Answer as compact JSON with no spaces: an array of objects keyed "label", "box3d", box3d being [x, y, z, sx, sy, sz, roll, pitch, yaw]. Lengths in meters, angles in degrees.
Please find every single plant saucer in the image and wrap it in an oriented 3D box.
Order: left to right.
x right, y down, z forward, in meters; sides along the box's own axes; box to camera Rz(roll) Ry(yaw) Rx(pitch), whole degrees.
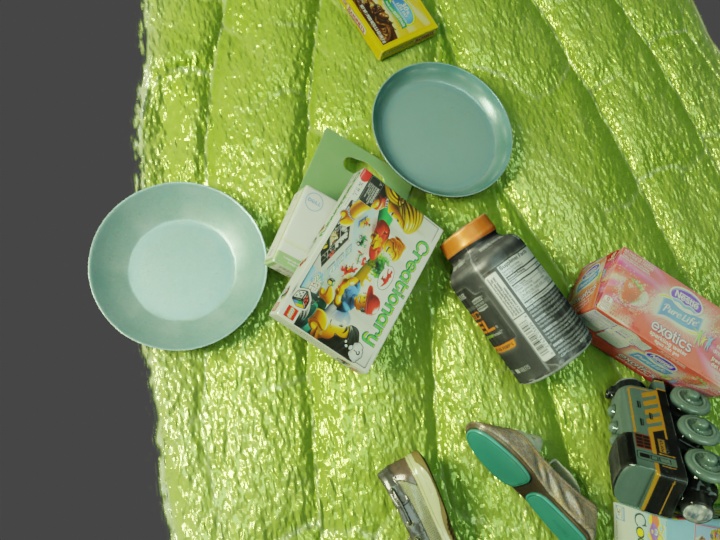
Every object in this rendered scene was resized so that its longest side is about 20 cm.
[{"label":"plant saucer","box3d":[-0.210,-0.004,0.725,0.200,0.039,0.202,3,76,-11]},{"label":"plant saucer","box3d":[0.109,-0.188,0.835,0.199,0.027,0.201,4,72,-13]}]

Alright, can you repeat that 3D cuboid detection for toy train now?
[{"label":"toy train","box3d":[0.347,0.198,0.716,0.113,0.086,0.200,13,32,10]}]

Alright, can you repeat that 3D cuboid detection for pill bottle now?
[{"label":"pill bottle","box3d":[0.182,0.029,0.757,0.106,0.106,0.200,-33,84,-17]}]

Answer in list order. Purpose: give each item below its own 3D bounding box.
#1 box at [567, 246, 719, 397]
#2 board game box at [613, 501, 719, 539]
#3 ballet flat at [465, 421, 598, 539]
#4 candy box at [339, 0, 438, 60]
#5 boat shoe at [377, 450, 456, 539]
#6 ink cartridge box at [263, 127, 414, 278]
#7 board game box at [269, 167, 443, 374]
[{"label":"box","box3d":[0.372,0.071,0.784,0.199,0.103,0.095,32,72,0]},{"label":"board game box","box3d":[0.415,0.334,0.721,0.199,0.103,0.106,5,80,-10]},{"label":"ballet flat","box3d":[0.207,0.240,0.737,0.200,0.068,0.067,48,53,-2]},{"label":"candy box","box3d":[0.017,-0.403,0.878,0.102,0.026,0.201,-29,83,-20]},{"label":"boat shoe","box3d":[0.076,0.307,0.689,0.064,0.073,0.201,-20,79,-1]},{"label":"ink cartridge box","box3d":[-0.013,-0.065,0.757,0.145,0.048,0.201,28,73,-19]},{"label":"board game box","box3d":[0.000,0.000,0.710,0.126,0.035,0.201,35,72,-18]}]
